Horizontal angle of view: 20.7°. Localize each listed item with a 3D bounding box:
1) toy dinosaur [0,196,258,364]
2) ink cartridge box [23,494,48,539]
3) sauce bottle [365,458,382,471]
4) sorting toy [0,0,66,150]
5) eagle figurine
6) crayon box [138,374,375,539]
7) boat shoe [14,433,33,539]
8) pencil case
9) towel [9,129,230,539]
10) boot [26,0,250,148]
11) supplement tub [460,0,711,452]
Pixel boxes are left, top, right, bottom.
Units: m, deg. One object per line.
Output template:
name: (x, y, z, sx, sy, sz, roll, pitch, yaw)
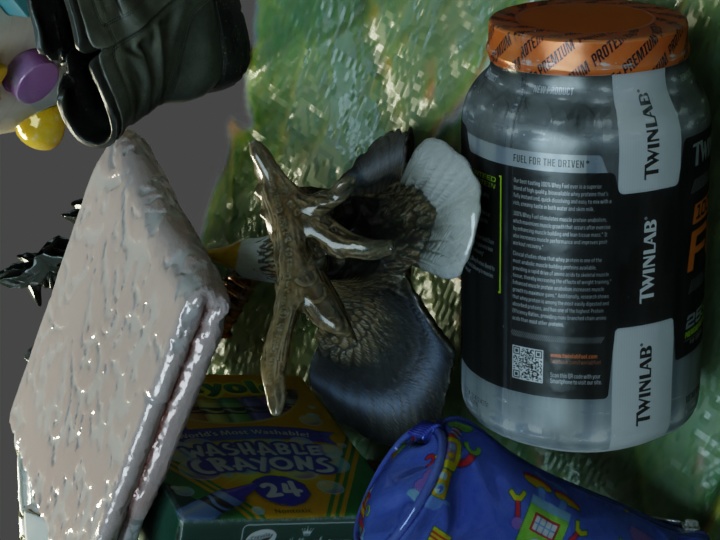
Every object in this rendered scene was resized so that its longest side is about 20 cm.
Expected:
toy dinosaur: (-0.134, 0.023, 1.186, 0.199, 0.102, 0.136, -27, 106, 20)
ink cartridge box: (-0.125, 0.214, 1.194, 0.082, 0.145, 0.202, 13, 114, 29)
sauce bottle: (-0.010, 0.206, 1.089, 0.064, 0.202, 0.065, 14, 153, 8)
sorting toy: (-0.247, -0.125, 1.136, 0.107, 0.180, 0.201, 39, 124, 17)
eagle figurine: (-0.007, -0.003, 1.005, 0.150, 0.200, 0.152, 35, 91, 21)
crayon box: (-0.071, 0.107, 1.078, 0.200, 0.125, 0.052, -135, 51, -59)
boat shoe: (-0.188, 0.184, 1.280, 0.069, 0.071, 0.202, 8, 107, 38)
pencil case: (0.096, 0.140, 0.998, 0.088, 0.199, 0.078, -67, 19, -8)
towel: (-0.129, 0.048, 1.038, 0.192, 0.032, 0.200, -68, 28, 19)
boot: (-0.131, -0.176, 1.069, 0.067, 0.130, 0.202, -9, 101, 36)
supplement tub: (0.109, -0.024, 0.964, 0.122, 0.122, 0.202, 11, 113, 31)
